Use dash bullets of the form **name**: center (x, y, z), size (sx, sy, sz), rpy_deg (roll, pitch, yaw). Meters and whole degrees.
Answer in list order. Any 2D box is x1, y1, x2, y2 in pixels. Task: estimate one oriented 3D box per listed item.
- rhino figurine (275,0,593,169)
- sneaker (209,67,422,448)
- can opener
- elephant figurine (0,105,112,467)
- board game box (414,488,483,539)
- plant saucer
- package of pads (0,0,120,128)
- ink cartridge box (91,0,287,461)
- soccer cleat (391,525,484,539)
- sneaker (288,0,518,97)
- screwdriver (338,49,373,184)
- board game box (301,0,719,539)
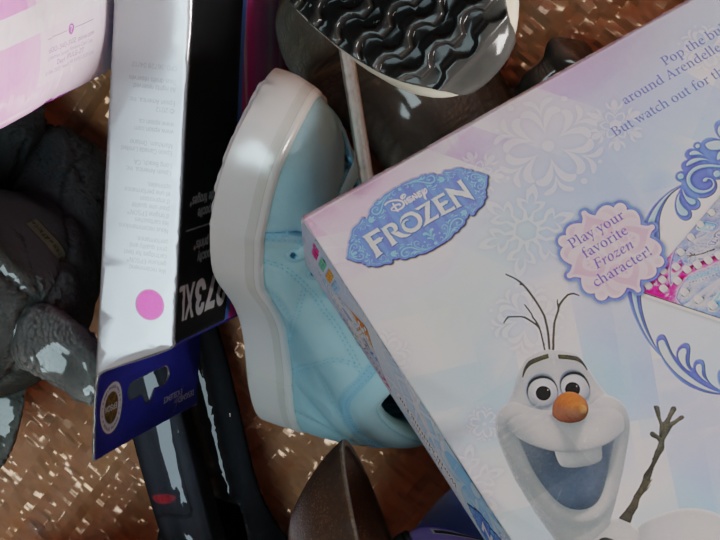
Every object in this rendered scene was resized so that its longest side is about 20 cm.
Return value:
- **rhino figurine**: center (0.046, -0.045, 0.885), size (0.087, 0.060, 0.200), rpy_deg (-40, 88, 28)
- **sneaker**: center (0.000, 0.000, 0.894), size (0.082, 0.074, 0.200), rpy_deg (14, 153, 14)
- **can opener**: center (-0.065, 0.084, 0.993), size (0.078, 0.063, 0.201), rpy_deg (-5, 110, 27)
- **elephant figurine**: center (-0.186, 0.022, 0.988), size (0.141, 0.155, 0.200), rpy_deg (34, 124, -12)
- **board game box**: center (0.112, 0.144, 0.954), size (0.158, 0.039, 0.200), rpy_deg (-6, 111, 20)
- **plant saucer**: center (0.011, 0.161, 0.912), size (0.032, 0.200, 0.201), rpy_deg (-16, 105, 3)
- **package of pads**: center (-0.141, -0.099, 0.869), size (0.120, 0.200, 0.076), rpy_deg (3, 108, 20)
- **ink cartridge box**: center (-0.060, -0.036, 0.896), size (0.037, 0.095, 0.201), rpy_deg (10, 103, 18)
- **soccer cleat**: center (0.070, 0.124, 0.854), size (0.073, 0.200, 0.068), rpy_deg (-35, 109, -10)
- **sneaker**: center (-0.011, -0.130, 0.794), size (0.070, 0.093, 0.200), rpy_deg (-48, 70, 12)
- **screwdriver**: center (-0.008, -0.105, 0.848), size (0.029, 0.028, 0.201), rpy_deg (135, 129, -57)
- **board game box**: center (0.116, 0.020, 0.784), size (0.200, 0.043, 0.199), rpy_deg (-29, 70, -10)
